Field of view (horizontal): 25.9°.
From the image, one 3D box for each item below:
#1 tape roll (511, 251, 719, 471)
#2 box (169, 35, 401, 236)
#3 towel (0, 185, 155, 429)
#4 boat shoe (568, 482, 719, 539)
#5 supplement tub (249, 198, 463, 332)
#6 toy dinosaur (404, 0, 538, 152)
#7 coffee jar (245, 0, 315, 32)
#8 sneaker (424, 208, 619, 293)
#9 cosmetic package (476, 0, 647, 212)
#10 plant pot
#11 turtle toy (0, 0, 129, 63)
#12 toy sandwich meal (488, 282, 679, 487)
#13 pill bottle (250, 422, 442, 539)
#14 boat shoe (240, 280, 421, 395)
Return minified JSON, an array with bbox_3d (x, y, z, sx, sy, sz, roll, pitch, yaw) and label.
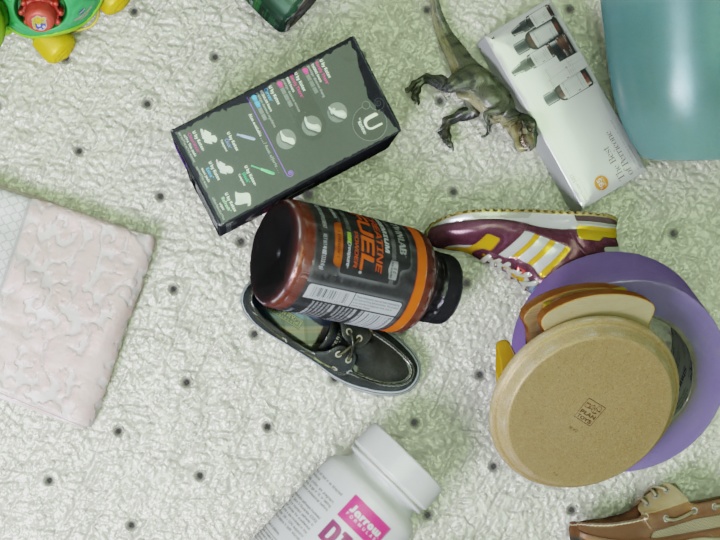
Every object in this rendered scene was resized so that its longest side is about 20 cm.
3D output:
[{"bbox_3d":[0.251,0.089,1.531,0.198,0.085,0.202,-2,110,-4],"label":"tape roll"},{"bbox_3d":[-0.073,-0.128,1.524,0.199,0.122,0.107,-28,90,-5],"label":"box"},{"bbox_3d":[-0.320,0.031,1.541,0.189,0.032,0.202,20,87,-4],"label":"towel"},{"bbox_3d":[0.306,0.251,1.574,0.198,0.076,0.075,2,82,-13],"label":"boat shoe"},{"bbox_3d":[0.000,0.000,1.511,0.198,0.107,0.108,12,86,-30],"label":"supplement tub"},{"bbox_3d":[0.100,-0.181,1.579,0.088,0.047,0.201,-38,74,10],"label":"toy dinosaur"},{"bbox_3d":[-0.120,-0.336,1.546,0.199,0.085,0.105,39,85,-2],"label":"coffee jar"},{"bbox_3d":[0.162,-0.014,1.566,0.198,0.075,0.091,0,87,-3],"label":"sneaker"},{"bbox_3d":[0.204,-0.166,1.587,0.082,0.051,0.201,-31,91,-5],"label":"cosmetic package"},{"bbox_3d":[0.335,-0.192,1.535,0.198,0.201,0.163,-2,98,-5],"label":"plant pot"},{"bbox_3d":[-0.323,-0.277,1.517,0.200,0.101,0.146,-42,92,-5],"label":"turtle toy"},{"bbox_3d":[0.202,0.108,1.459,0.203,0.070,0.207,-5,119,-10],"label":"toy sandwich meal"},{"bbox_3d":[-0.021,0.252,1.518,0.113,0.113,0.200,43,85,-2],"label":"pill bottle"},{"bbox_3d":[-0.030,0.068,1.553,0.199,0.057,0.069,27,86,-4],"label":"boat shoe"}]
